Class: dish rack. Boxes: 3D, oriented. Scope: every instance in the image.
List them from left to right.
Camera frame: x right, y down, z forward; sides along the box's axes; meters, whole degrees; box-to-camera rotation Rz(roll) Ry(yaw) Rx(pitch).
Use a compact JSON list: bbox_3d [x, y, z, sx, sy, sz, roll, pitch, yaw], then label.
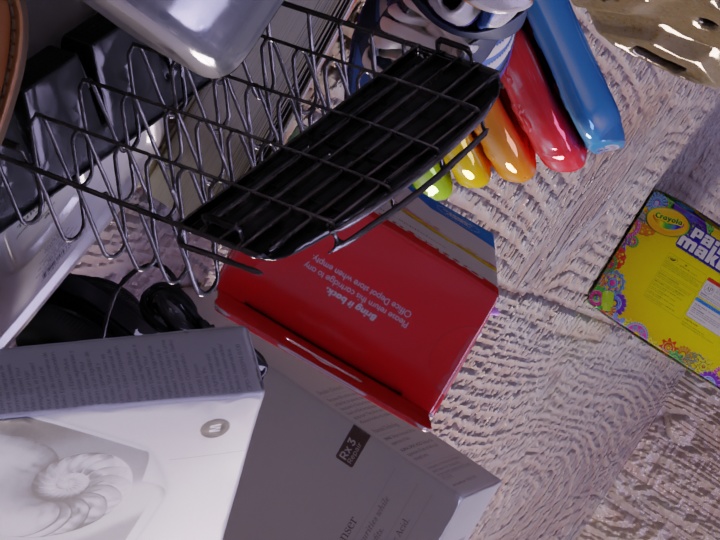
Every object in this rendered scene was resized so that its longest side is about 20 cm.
[{"bbox_3d":[-0.050,-0.049,1.042,0.153,0.199,0.055,-39,133,-33],"label":"dish rack"}]

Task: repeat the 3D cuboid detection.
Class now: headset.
[{"bbox_3d":[-0.122,0.060,1.250,0.200,0.094,0.124,-42,-163,48],"label":"headset"}]

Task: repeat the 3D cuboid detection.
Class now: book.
[{"bbox_3d":[-0.026,-0.122,1.321,0.201,0.048,0.134,-60,180,12],"label":"book"}]

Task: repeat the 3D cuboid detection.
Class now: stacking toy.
[{"bbox_3d":[0.030,-0.075,1.466,0.199,0.110,0.116,-25,176,7],"label":"stacking toy"}]

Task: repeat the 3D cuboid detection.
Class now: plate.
[{"bbox_3d":[-0.143,-0.034,1.174,0.200,0.032,0.200,-53,166,-17],"label":"plate"}]

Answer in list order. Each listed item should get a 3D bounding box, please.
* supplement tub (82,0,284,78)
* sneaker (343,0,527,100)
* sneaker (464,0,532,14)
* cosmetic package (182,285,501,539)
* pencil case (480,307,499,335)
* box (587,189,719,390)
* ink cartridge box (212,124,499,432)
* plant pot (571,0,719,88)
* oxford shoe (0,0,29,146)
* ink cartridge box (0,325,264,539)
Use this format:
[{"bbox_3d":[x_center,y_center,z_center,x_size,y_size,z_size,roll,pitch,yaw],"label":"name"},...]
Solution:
[{"bbox_3d":[-0.044,-0.181,1.002,0.201,0.122,0.123,-57,166,-1],"label":"supplement tub"},{"bbox_3d":[0.036,-0.123,1.330,0.201,0.080,0.146,-57,175,22],"label":"sneaker"},{"bbox_3d":[0.088,-0.206,1.212,0.200,0.078,0.077,-52,-152,-4],"label":"sneaker"},{"bbox_3d":[-0.040,0.105,1.472,0.113,0.199,0.081,-62,166,11],"label":"cosmetic package"},{"bbox_3d":[0.014,0.081,1.828,0.201,0.085,0.084,-62,166,22],"label":"pencil case"},{"bbox_3d":[0.334,0.035,2.544,0.122,0.199,0.193,-58,166,5],"label":"box"},{"bbox_3d":[0.000,0.000,1.288,0.068,0.116,0.200,-59,-176,10],"label":"ink cartridge box"},{"bbox_3d":[0.185,-0.189,1.290,0.201,0.199,0.185,69,41,-73],"label":"plant pot"},{"bbox_3d":[-0.187,-0.028,0.972,0.201,0.071,0.071,-55,160,-4],"label":"oxford shoe"},{"bbox_3d":[-0.153,0.104,1.176,0.198,0.041,0.200,-4,142,-17],"label":"ink cartridge box"}]
